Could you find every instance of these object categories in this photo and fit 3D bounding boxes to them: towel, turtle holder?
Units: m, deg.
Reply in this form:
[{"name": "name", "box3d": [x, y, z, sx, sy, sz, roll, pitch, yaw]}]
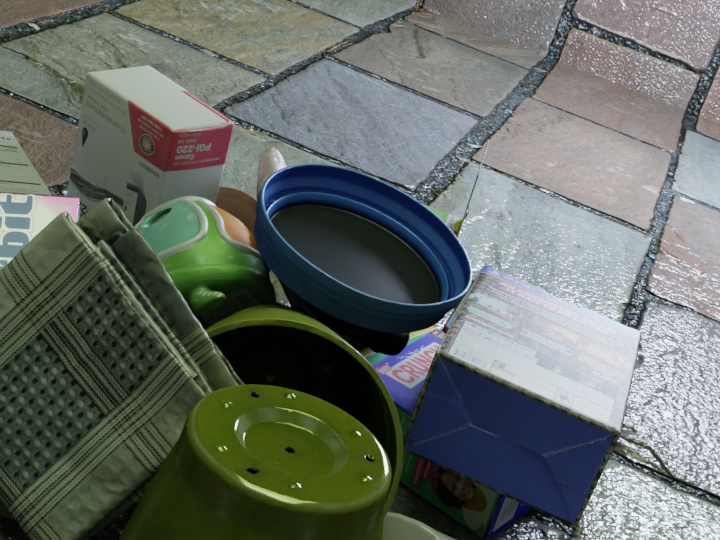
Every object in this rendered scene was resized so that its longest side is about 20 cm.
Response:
[{"name": "towel", "box3d": [-0.200, 0.075, 0.925, 0.193, 0.200, 0.035, 52, 7, 12]}, {"name": "towel", "box3d": [-0.063, -0.004, 1.308, 0.032, 0.193, 0.200, -18, 26, 3]}, {"name": "turtle holder", "box3d": [-0.167, 0.018, 1.202, 0.140, 0.185, 0.133, 12, 50, -40]}]

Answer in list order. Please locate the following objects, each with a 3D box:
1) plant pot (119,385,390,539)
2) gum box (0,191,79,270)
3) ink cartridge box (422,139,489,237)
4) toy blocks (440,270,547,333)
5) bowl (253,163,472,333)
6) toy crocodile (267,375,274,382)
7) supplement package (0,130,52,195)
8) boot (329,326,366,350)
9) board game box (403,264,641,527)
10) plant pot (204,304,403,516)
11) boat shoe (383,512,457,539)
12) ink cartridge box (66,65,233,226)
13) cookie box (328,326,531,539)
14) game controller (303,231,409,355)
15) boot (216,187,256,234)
[{"name": "plant pot", "box3d": [-0.068, 0.186, 0.828, 0.198, 0.195, 0.201, 16, 22, -7]}, {"name": "gum box", "box3d": [-0.284, 0.040, 1.032, 0.112, 0.066, 0.202, 3, 62, -10]}, {"name": "ink cartridge box", "box3d": [0.074, -0.047, 1.464, 0.075, 0.202, 0.148, 20, 22, 4]}, {"name": "toy blocks", "box3d": [0.150, 0.095, 1.350, 0.199, 0.100, 0.137, 36, 46, 3]}, {"name": "bowl", "box3d": [0.000, -0.020, 1.144, 0.199, 0.040, 0.201, 19, 31, -12]}, {"name": "toy crocodile", "box3d": [-0.102, 0.057, 1.273, 0.061, 0.068, 0.200, -28, 40, -10]}, {"name": "supplement package", "box3d": [-0.362, -0.041, 1.221, 0.116, 0.118, 0.200, 2, 28, -34]}, {"name": "boot", "box3d": [-0.019, 0.005, 1.268, 0.070, 0.147, 0.200, -24, -6, 2]}, {"name": "board game box", "box3d": [0.143, 0.100, 1.128, 0.158, 0.098, 0.200, 24, 26, 8]}, {"name": "plant pot", "box3d": [-0.072, 0.113, 1.041, 0.198, 0.202, 0.193, 16, 11, -6]}, {"name": "boat shoe", "box3d": [0.083, 0.242, 1.006, 0.198, 0.073, 0.068, 19, 1, 16]}, {"name": "ink cartridge box", "box3d": [-0.219, -0.083, 1.317, 0.145, 0.202, 0.084, 34, 33, 33]}, {"name": "cookie box", "box3d": [0.086, 0.141, 1.214, 0.199, 0.076, 0.171, 30, 26, 26]}, {"name": "game controller", "box3d": [0.000, 0.000, 1.194, 0.103, 0.042, 0.201, 21, 30, -9]}, {"name": "boot", "box3d": [-0.105, -0.061, 1.525, 0.198, 0.071, 0.146, 21, 16, 2]}]
